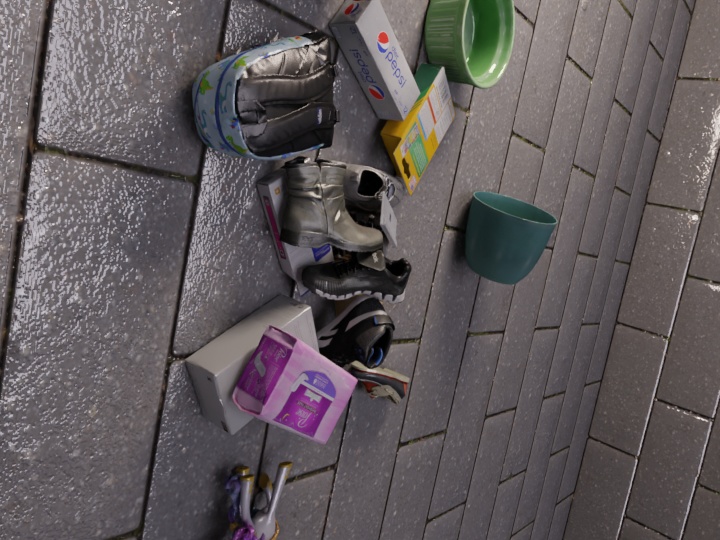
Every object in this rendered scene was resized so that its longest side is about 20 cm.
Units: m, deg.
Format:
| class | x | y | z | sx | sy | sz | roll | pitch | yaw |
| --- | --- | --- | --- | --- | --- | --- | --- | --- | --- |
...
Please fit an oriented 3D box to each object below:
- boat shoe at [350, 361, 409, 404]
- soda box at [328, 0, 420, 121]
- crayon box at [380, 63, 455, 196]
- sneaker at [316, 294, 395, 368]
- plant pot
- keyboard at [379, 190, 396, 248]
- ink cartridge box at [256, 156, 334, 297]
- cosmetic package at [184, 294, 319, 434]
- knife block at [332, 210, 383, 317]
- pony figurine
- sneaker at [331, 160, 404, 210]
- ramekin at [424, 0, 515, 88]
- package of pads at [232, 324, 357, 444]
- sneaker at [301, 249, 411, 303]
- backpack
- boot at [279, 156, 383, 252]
| class | x | y | z | sx | sy | sz | roll | pitch | yaw |
| --- | --- | --- | --- | --- | --- | --- | --- | --- | --- |
| boat shoe | 0.037 | 0.228 | 1.210 | 0.199 | 0.070 | 0.064 | 30 | 83 | -55 |
| soda box | 0.028 | -0.347 | 0.995 | 0.069 | 0.062 | 0.201 | -58 | 139 | -19 |
| crayon box | 0.103 | -0.261 | 1.115 | 0.203 | 0.051 | 0.126 | -61 | 149 | -18 |
| sneaker | -0.025 | 0.141 | 1.011 | 0.201 | 0.113 | 0.072 | -48 | 133 | 11 |
| plant pot | 0.325 | -0.068 | 1.369 | 0.198 | 0.198 | 0.165 | -9 | 122 | -48 |
| keyboard | 0.052 | -0.088 | 1.083 | 0.200 | 0.010 | 0.058 | 45 | 44 | -77 |
| ink cartridge box | -0.098 | -0.068 | 0.961 | 0.094 | 0.036 | 0.205 | -39 | 128 | -37 |
| cosmetic package | -0.159 | 0.139 | 0.924 | 0.198 | 0.080 | 0.116 | -32 | 126 | -39 |
| knife block | -0.017 | 0.005 | 1.065 | 0.175 | 0.063 | 0.205 | 35 | 75 | -50 |
| pony figurine | -0.179 | 0.427 | 0.966 | 0.191 | 0.162 | 0.207 | 8 | 82 | -59 |
| sneaker | 0.023 | -0.139 | 1.046 | 0.197 | 0.081 | 0.077 | 0 | 103 | -51 |
| ramekin | 0.208 | -0.458 | 1.151 | 0.197 | 0.096 | 0.206 | -21 | 118 | -45 |
| package of pads | -0.092 | 0.177 | 0.895 | 0.123 | 0.074 | 0.200 | -62 | 144 | -12 |
| sneaker | 0.000 | 0.000 | 0.977 | 0.195 | 0.067 | 0.092 | 6 | 131 | -26 |
| backpack | -0.127 | -0.222 | 0.803 | 0.201 | 0.149 | 0.168 | -54 | 148 | -55 |
| boot | -0.034 | -0.101 | 0.932 | 0.196 | 0.067 | 0.135 | 3 | 101 | -38 |
